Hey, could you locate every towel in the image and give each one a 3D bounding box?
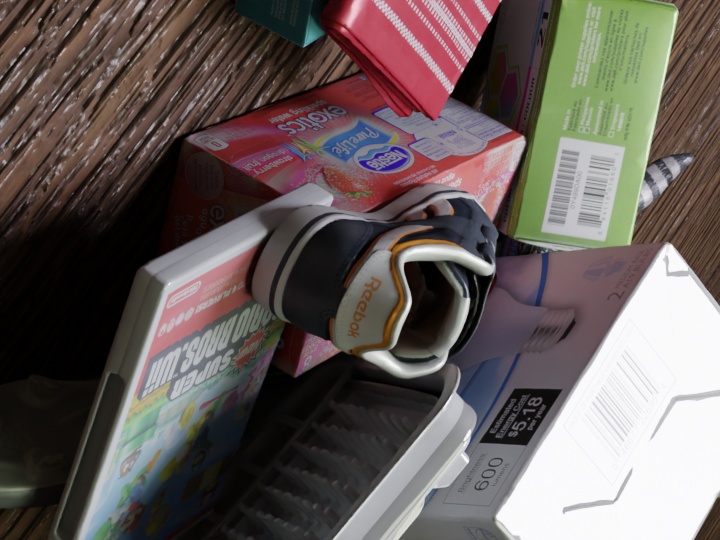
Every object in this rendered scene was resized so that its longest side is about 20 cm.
[{"bbox_3d":[0.053,-0.182,0.959,0.200,0.022,0.145,-61,155,-4],"label":"towel"}]

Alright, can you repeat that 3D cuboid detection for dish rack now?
[{"bbox_3d":[-0.023,0.118,0.956,0.172,0.044,0.200,-48,-165,-14],"label":"dish rack"}]

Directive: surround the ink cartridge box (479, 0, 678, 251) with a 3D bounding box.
[{"bbox_3d":[0.107,-0.102,1.159,0.200,0.076,0.148,-142,-119,-70],"label":"ink cartridge box"}]

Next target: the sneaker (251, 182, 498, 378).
[{"bbox_3d":[0.029,0.008,0.922,0.200,0.079,0.079,-13,128,-61],"label":"sneaker"}]

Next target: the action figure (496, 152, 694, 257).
[{"bbox_3d":[0.163,-0.054,1.359,0.194,0.104,0.200,-56,162,-38],"label":"action figure"}]

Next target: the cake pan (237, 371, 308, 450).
[{"bbox_3d":[-0.050,0.161,1.123,0.200,0.037,0.201,-11,109,-34],"label":"cake pan"}]

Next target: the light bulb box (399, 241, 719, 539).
[{"bbox_3d":[0.088,0.098,1.058,0.125,0.200,0.198,50,59,-24],"label":"light bulb box"}]

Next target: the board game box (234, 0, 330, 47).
[{"bbox_3d":[0.023,-0.217,0.945,0.200,0.047,0.151,-36,147,-46],"label":"board game box"}]

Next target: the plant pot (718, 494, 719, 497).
[{"bbox_3d":[0.223,0.095,1.498,0.200,0.190,0.200,-49,163,-20],"label":"plant pot"}]

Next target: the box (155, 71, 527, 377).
[{"bbox_3d":[-0.008,-0.032,1.022,0.200,0.102,0.095,-28,141,-53],"label":"box"}]

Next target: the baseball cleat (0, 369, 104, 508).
[{"bbox_3d":[-0.135,0.091,0.944,0.200,0.070,0.107,-20,148,-46],"label":"baseball cleat"}]

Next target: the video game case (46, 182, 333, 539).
[{"bbox_3d":[-0.084,0.062,0.890,0.143,0.017,0.200,-31,149,-55],"label":"video game case"}]

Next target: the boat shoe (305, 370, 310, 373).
[{"bbox_3d":[0.024,0.044,1.217,0.200,0.074,0.076,8,138,-47],"label":"boat shoe"}]
